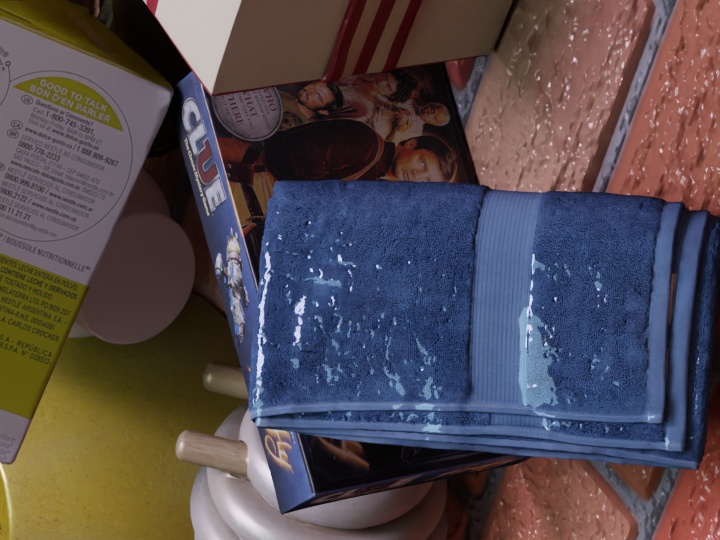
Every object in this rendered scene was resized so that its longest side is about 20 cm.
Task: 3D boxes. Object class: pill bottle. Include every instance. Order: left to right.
[{"bbox_3d":[-0.171,-0.027,1.432,0.200,0.104,0.105,31,122,51],"label":"pill bottle"}]

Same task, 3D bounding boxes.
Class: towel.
[{"bbox_3d":[0.050,0.020,1.090,0.198,0.049,0.113,4,85,15],"label":"towel"}]

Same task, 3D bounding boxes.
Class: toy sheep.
[{"bbox_3d":[-0.023,0.119,1.261,0.138,0.137,0.201,52,149,37],"label":"toy sheep"}]

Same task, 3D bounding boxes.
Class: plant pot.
[{"bbox_3d":[-0.153,0.119,1.443,0.200,0.141,0.202,17,111,53],"label":"plant pot"}]

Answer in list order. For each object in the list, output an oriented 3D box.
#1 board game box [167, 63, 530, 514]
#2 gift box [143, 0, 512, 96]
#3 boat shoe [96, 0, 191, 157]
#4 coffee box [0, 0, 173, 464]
[{"bbox_3d":[0.000,0.000,1.195,0.035,0.135,0.201,-32,71,54],"label":"board game box"},{"bbox_3d":[-0.026,-0.213,1.146,0.200,0.184,0.187,51,138,29],"label":"gift box"},{"bbox_3d":[-0.106,-0.137,1.392,0.201,0.071,0.066,109,177,-56],"label":"boat shoe"},{"bbox_3d":[-0.232,-0.055,1.238,0.199,0.199,0.200,-66,23,7],"label":"coffee box"}]
